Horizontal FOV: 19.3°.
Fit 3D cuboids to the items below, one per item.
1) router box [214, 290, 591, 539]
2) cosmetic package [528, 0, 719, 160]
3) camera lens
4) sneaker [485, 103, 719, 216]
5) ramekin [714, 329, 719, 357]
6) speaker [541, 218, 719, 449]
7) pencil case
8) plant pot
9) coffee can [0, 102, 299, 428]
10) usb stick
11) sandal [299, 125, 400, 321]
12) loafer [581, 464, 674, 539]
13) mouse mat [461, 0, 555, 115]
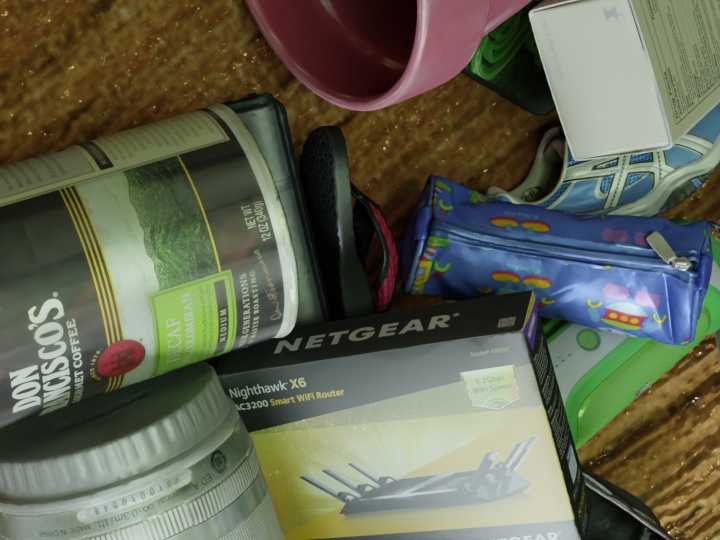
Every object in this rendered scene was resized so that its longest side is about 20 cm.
[{"bbox_3d":[0.027,0.105,1.295,0.199,0.052,0.158,-10,115,18],"label":"router box"},{"bbox_3d":[0.192,-0.154,1.331,0.200,0.073,0.104,-37,114,-49],"label":"cosmetic package"},{"bbox_3d":[-0.124,0.172,1.253,0.160,0.160,0.201,-22,106,-18],"label":"camera lens"},{"bbox_3d":[0.167,-0.071,1.383,0.200,0.076,0.077,-41,111,-11],"label":"sneaker"},{"bbox_3d":[0.315,0.008,1.397,0.105,0.200,0.201,12,93,-15],"label":"ramekin"},{"bbox_3d":[0.157,0.051,1.380,0.200,0.088,0.089,-38,111,-24],"label":"speaker"},{"bbox_3d":[0.124,-0.007,1.312,0.199,0.087,0.078,10,73,2],"label":"pencil case"},{"bbox_3d":[0.041,-0.215,1.253,0.179,0.200,0.201,-25,107,-30],"label":"plant pot"},{"bbox_3d":[-0.155,-0.002,1.221,0.199,0.146,0.147,-18,105,-19],"label":"coffee can"},{"bbox_3d":[-0.055,-0.012,1.320,0.055,0.033,0.201,-12,104,0],"label":"usb stick"},{"bbox_3d":[0.000,0.000,1.328,0.045,0.075,0.201,-16,112,-14],"label":"sandal"},{"bbox_3d":[0.129,0.152,1.409,0.200,0.063,0.072,25,87,-24],"label":"loafer"},{"bbox_3d":[0.104,-0.221,1.372,0.161,0.008,0.200,27,88,-24],"label":"mouse mat"}]
